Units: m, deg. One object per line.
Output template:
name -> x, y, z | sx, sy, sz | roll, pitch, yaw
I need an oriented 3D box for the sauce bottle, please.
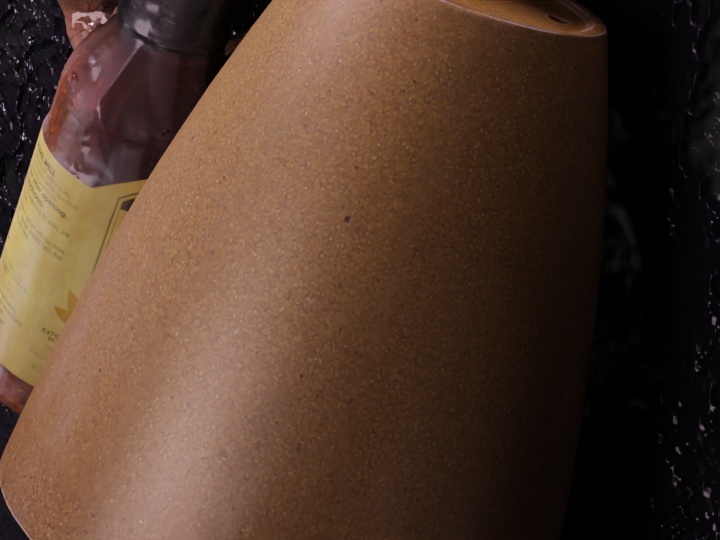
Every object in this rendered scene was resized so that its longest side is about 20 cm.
sauce bottle -> -0.082, -0.037, 0.849 | 0.066, 0.066, 0.200 | 50, 134, 34

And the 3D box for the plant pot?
plant pot -> 0.000, 0.000, 0.782 | 0.186, 0.186, 0.201 | 36, 115, 44

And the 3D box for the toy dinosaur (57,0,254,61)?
toy dinosaur -> -0.080, -0.139, 0.919 | 0.135, 0.086, 0.201 | 33, 122, 46
